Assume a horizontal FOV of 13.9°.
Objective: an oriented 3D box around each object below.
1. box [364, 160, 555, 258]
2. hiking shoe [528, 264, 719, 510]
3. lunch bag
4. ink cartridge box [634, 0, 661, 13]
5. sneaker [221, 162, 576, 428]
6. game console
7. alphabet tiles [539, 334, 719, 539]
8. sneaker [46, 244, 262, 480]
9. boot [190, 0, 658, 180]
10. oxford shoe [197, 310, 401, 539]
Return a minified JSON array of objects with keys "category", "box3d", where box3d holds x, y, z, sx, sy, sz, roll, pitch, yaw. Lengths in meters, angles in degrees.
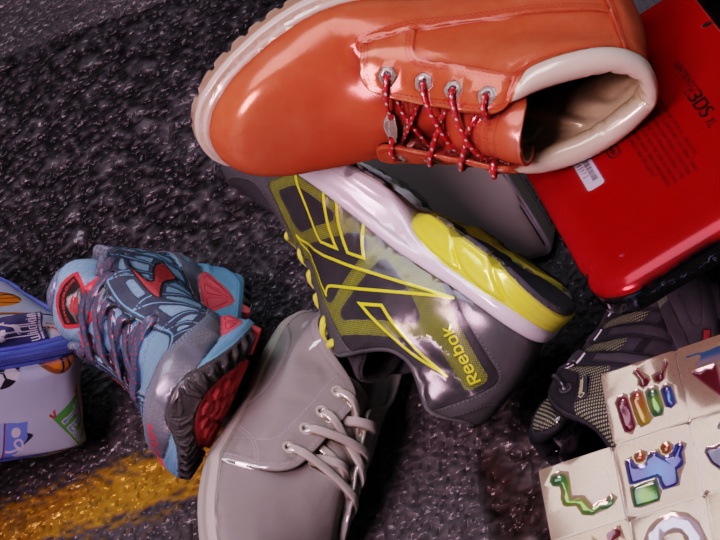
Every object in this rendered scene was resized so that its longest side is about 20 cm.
[{"category":"box","box3d":[0.056,-0.099,1.462,0.078,0.095,0.200,-14,38,26]},{"category":"hiking shoe","box3d":[0.115,0.040,1.264,0.100,0.076,0.200,-17,39,11]},{"category":"lunch bag","box3d":[-0.233,0.048,1.464,0.160,0.076,0.200,-7,14,-30]},{"category":"ink cartridge box","box3d":[0.214,-0.152,1.393,0.200,0.104,0.059,-22,37,15]},{"category":"sneaker","box3d":[0.000,0.000,1.321,0.200,0.074,0.085,32,96,37]},{"category":"game console","box3d":[0.174,-0.034,1.261,0.172,0.119,0.200,-32,28,5]},{"category":"alphabet tiles","box3d":[0.156,0.113,1.151,0.166,0.006,0.200,-19,58,17]},{"category":"sneaker","box3d":[-0.105,0.036,1.378,0.200,0.095,0.079,-115,48,-78]},{"category":"boot","box3d":[0.028,-0.074,1.250,0.199,0.075,0.107,-18,37,0]},{"category":"oxford shoe","box3d":[-0.023,0.083,1.322,0.058,0.075,0.200,-26,29,32]}]
